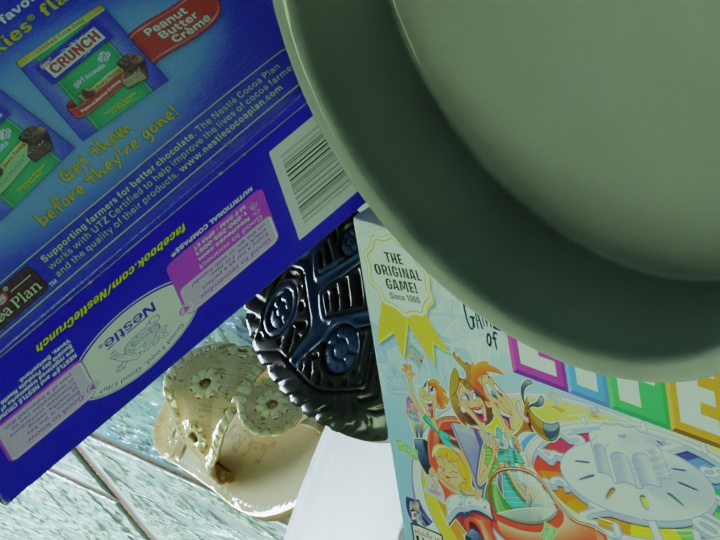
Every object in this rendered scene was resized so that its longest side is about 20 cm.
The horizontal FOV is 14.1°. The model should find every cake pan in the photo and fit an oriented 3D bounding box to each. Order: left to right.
[{"bbox_3d":[0.057,-0.066,0.775,0.200,0.037,0.201,28,135,32],"label":"cake pan"}]

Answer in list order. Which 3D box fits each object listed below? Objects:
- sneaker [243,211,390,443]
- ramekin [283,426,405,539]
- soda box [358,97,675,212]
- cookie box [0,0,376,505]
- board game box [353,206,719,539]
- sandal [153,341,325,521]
[{"bbox_3d":[0.000,0.000,1.065,0.077,0.076,0.200,27,-160,-28],"label":"sneaker"},{"bbox_3d":[0.047,0.102,1.141,0.094,0.204,0.202,23,165,-16],"label":"ramekin"},{"bbox_3d":[0.062,-0.047,0.909,0.068,0.064,0.200,39,160,-26],"label":"soda box"},{"bbox_3d":[-0.115,-0.057,0.908,0.200,0.171,0.075,43,165,28],"label":"cookie box"},{"bbox_3d":[0.086,0.059,0.873,0.199,0.034,0.135,19,128,44],"label":"board game box"},{"bbox_3d":[-0.071,0.069,1.418,0.069,0.078,0.211,31,169,-22],"label":"sandal"}]
